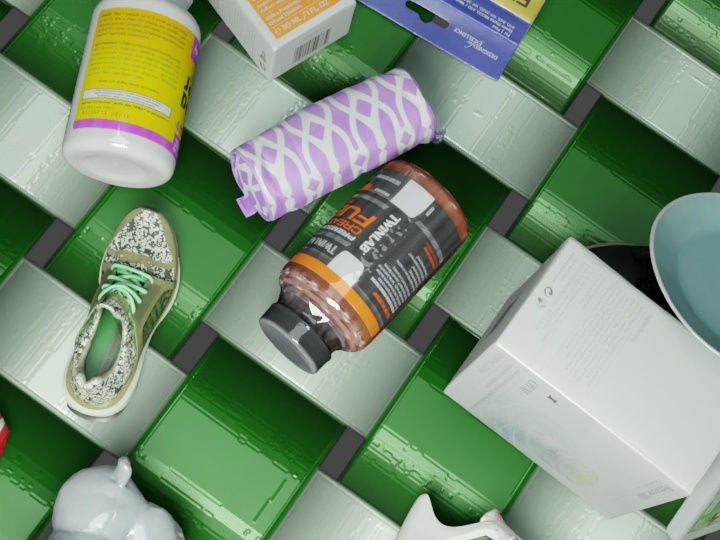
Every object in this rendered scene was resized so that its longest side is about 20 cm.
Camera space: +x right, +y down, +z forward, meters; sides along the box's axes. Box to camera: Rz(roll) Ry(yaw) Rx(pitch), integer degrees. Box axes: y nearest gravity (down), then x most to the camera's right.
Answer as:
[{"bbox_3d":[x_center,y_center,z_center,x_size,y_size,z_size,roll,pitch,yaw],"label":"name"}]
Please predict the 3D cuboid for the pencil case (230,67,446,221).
[{"bbox_3d":[-0.025,-0.119,1.202,0.200,0.086,0.084,-26,83,-16],"label":"pencil case"}]

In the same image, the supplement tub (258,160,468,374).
[{"bbox_3d":[0.000,0.000,1.160,0.107,0.107,0.200,42,72,5],"label":"supplement tub"}]

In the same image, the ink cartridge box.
[{"bbox_3d":[0.106,-0.327,1.305,0.197,0.047,0.200,30,69,0],"label":"ink cartridge box"}]

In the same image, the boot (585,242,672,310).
[{"bbox_3d":[0.283,-0.008,1.188,0.199,0.138,0.078,-3,74,-9],"label":"boot"}]

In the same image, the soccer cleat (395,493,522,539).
[{"bbox_3d":[0.129,0.258,1.126,0.200,0.069,0.085,17,76,1],"label":"soccer cleat"}]

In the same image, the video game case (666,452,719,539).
[{"bbox_3d":[0.376,0.171,1.120,0.182,0.200,0.022,-16,60,-13],"label":"video game case"}]

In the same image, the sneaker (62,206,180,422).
[{"bbox_3d":[-0.208,0.032,1.128,0.077,0.089,0.200,14,72,-4],"label":"sneaker"}]

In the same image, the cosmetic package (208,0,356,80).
[{"bbox_3d":[-0.104,-0.300,1.250,0.101,0.071,0.200,-35,81,-16],"label":"cosmetic package"}]

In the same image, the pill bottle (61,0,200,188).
[{"bbox_3d":[-0.207,-0.185,1.183,0.104,0.104,0.200,10,73,-5],"label":"pill bottle"}]

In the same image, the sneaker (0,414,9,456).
[{"bbox_3d":[-0.386,0.171,1.068,0.200,0.078,0.116,-38,81,-15],"label":"sneaker"}]

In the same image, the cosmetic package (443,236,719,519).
[{"bbox_3d":[0.201,0.103,1.111,0.200,0.199,0.123,36,72,3],"label":"cosmetic package"}]

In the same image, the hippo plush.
[{"bbox_3d":[-0.237,0.247,1.056,0.200,0.159,0.161,38,41,-12],"label":"hippo plush"}]

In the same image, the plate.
[{"bbox_3d":[0.329,0.017,1.076,0.200,0.026,0.200,12,50,-15],"label":"plate"}]
